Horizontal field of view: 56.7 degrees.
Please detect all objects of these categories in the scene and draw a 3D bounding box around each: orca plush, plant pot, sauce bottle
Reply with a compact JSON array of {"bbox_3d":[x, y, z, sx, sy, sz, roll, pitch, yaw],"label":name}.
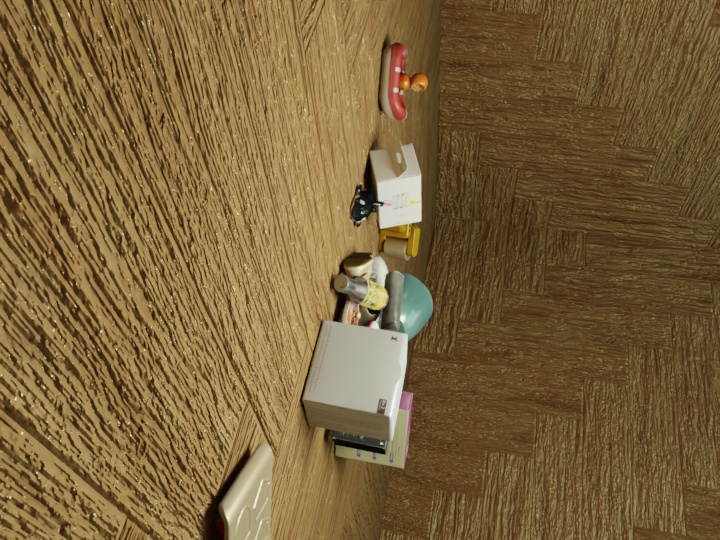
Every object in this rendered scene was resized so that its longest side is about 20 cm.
[{"bbox_3d":[0.027,-0.161,1.723,0.200,0.069,0.109,-3,100,-80],"label":"orca plush"},{"bbox_3d":[0.111,0.136,2.095,0.161,0.195,0.205,-49,147,-50],"label":"plant pot"},{"bbox_3d":[0.001,0.051,1.593,0.199,0.064,0.068,20,77,-60],"label":"sauce bottle"}]

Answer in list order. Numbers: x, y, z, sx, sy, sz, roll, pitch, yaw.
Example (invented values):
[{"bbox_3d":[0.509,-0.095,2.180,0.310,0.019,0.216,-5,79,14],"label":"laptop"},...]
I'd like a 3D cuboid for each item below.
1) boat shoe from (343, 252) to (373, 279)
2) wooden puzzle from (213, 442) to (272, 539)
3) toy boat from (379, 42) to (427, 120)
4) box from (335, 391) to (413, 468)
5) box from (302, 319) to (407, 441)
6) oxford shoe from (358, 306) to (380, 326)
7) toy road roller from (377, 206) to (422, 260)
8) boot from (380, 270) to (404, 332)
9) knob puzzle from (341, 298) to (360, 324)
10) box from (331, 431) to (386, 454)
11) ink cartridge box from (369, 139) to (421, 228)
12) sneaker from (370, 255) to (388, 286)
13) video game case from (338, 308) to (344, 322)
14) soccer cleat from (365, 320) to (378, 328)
[{"bbox_3d":[0.000,0.000,1.675,0.200,0.071,0.071,-41,131,-76],"label":"boat shoe"},{"bbox_3d":[-0.181,0.399,1.025,0.185,0.045,0.206,-55,146,-70],"label":"wooden puzzle"},{"bbox_3d":[0.124,-0.523,1.856,0.131,0.127,0.206,-44,140,-73],"label":"toy boat"},{"bbox_3d":[0.037,0.418,1.813,0.097,0.194,0.181,-58,153,-67],"label":"box"},{"bbox_3d":[-0.006,0.239,1.454,0.132,0.194,0.203,86,15,-53],"label":"box"},{"bbox_3d":[0.018,0.125,1.807,0.070,0.074,0.204,-32,132,-31],"label":"oxford shoe"},{"bbox_3d":[0.111,-0.134,2.107,0.145,0.120,0.206,-17,114,-63],"label":"toy road roller"},{"bbox_3d":[0.084,0.101,1.748,0.182,0.070,0.206,113,-9,-75],"label":"boot"},{"bbox_3d":[-0.018,0.141,1.662,0.219,0.030,0.227,7,90,-80],"label":"knob puzzle"},{"bbox_3d":[0.016,0.348,1.698,0.079,0.137,0.205,78,23,-62],"label":"box"},{"bbox_3d":[0.095,-0.239,1.817,0.203,0.121,0.131,83,-4,-50],"label":"ink cartridge box"},{"bbox_3d":[0.034,0.053,1.905,0.099,0.076,0.206,49,48,-72],"label":"sneaker"},{"bbox_3d":[-0.050,0.230,1.692,0.203,0.022,0.185,84,16,-51],"label":"video game case"},{"bbox_3d":[0.020,0.230,1.650,0.070,0.084,0.205,4,107,-80],"label":"soccer cleat"}]
